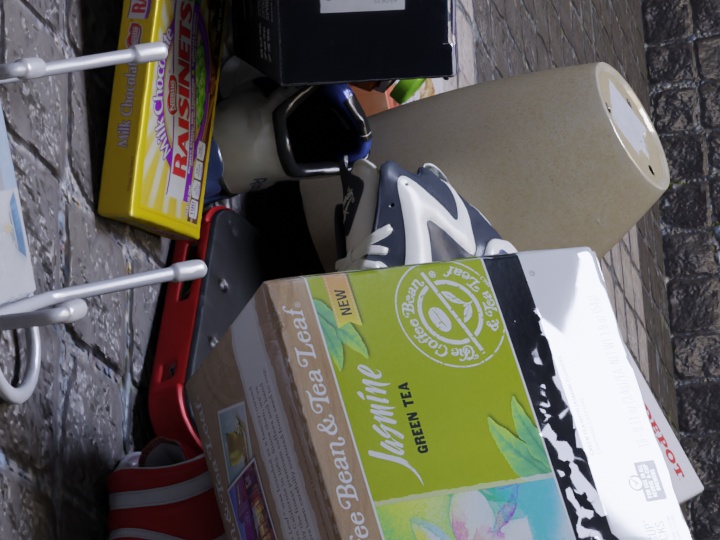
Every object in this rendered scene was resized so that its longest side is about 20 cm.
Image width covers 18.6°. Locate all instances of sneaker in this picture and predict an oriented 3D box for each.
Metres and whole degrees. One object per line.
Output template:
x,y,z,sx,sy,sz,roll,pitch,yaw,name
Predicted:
-0.031,-0.039,1.500,0.200,0.069,0.100,-83,153,-49,sneaker
-0.070,0.149,1.208,0.200,0.071,0.113,15,68,-59,sneaker
-0.043,-0.090,1.393,0.199,0.115,0.081,-56,137,-68,sneaker
0.000,0.000,1.314,0.130,0.199,0.079,58,-28,5,sneaker

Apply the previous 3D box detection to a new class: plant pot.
0.093,-0.051,1.445,0.187,0.200,0.188,46,27,-32,plant pot

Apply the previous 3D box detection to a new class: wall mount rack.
-0.145,-0.042,1.074,0.174,0.074,0.201,-28,110,-74,wall mount rack

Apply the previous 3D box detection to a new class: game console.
-0.053,0.072,1.315,0.177,0.031,0.200,46,32,-32,game console

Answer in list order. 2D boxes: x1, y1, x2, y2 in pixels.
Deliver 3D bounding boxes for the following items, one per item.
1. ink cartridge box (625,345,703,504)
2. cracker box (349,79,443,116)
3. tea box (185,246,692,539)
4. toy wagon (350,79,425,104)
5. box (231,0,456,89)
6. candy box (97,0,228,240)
0.110,0.116,1.396,0.200,0.086,0.147,-16,74,-52,ink cartridge box
0.021,-0.137,1.759,0.200,0.058,0.134,-50,130,-71,cracker box
0.040,0.111,1.119,0.134,0.196,0.200,-51,-128,55,tea box
-0.018,-0.177,1.508,0.155,0.040,0.200,43,-20,3,toy wagon
-0.016,-0.192,1.300,0.200,0.104,0.148,-131,-142,-74,box
-0.108,-0.122,1.261,0.102,0.026,0.201,18,78,-69,candy box
